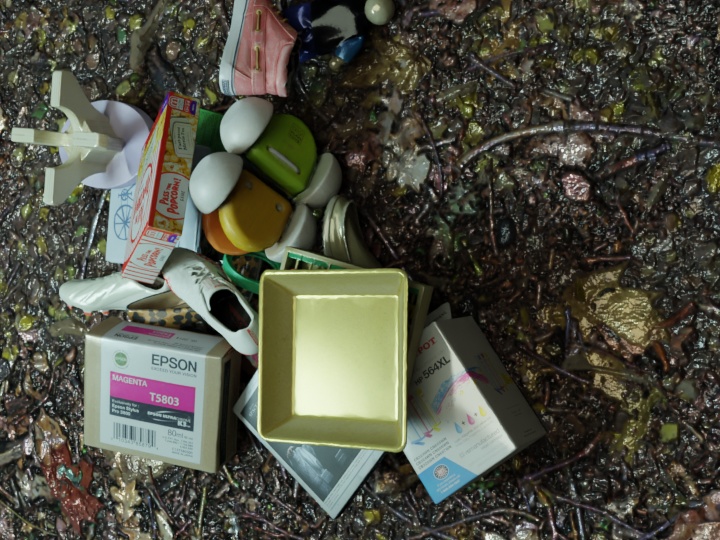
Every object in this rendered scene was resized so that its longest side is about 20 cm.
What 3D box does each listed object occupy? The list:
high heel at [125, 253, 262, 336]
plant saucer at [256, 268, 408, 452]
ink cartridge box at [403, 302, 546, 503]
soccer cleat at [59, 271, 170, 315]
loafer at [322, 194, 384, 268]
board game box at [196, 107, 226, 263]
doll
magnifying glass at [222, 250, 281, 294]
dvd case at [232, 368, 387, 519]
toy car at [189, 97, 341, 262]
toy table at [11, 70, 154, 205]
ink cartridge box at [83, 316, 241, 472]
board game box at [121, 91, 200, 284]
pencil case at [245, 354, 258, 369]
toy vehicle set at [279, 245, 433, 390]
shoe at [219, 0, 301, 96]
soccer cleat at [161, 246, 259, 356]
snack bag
[{"bbox_3d":[-0.222,0.017,1.443,0.201,0.142,0.072,-60,24,19],"label":"high heel"},{"bbox_3d":[-0.024,0.100,1.231,0.198,0.048,0.202,-1,87,30],"label":"plant saucer"},{"bbox_3d":[0.105,0.153,1.290,0.128,0.125,0.201,-39,75,21],"label":"ink cartridge box"},{"bbox_3d":[-0.346,0.026,1.541,0.198,0.069,0.078,8,114,19],"label":"soccer cleat"},{"bbox_3d":[0.000,0.000,1.372,0.068,0.076,0.202,-7,100,18],"label":"loafer"},{"bbox_3d":[-0.200,-0.117,1.494,0.104,0.023,0.202,19,100,27],"label":"board game box"},{"bbox_3d":[-0.048,-0.326,1.399,0.198,0.048,0.138,-8,85,26],"label":"doll"},{"bbox_3d":[-0.094,0.029,1.368,0.199,0.079,0.023,34,125,19],"label":"magnifying glass"},{"bbox_3d":[-0.059,0.189,1.340,0.200,0.025,0.151,43,117,19],"label":"dvd case"},{"bbox_3d":[-0.135,-0.109,1.381,0.150,0.175,0.201,-15,45,54],"label":"toy car"},{"bbox_3d":[-0.396,-0.183,1.521,0.199,0.117,0.186,-7,85,34],"label":"toy table"},{"bbox_3d":[-0.263,0.163,1.414,0.198,0.075,0.166,8,107,15],"label":"ink cartridge box"},{"bbox_3d":[-0.258,-0.105,1.383,0.152,0.046,0.202,134,144,-55],"label":"board game box"},{"bbox_3d":[-0.058,0.137,1.394,0.200,0.083,0.091,41,136,19],"label":"pencil case"},{"bbox_3d":[-0.018,0.054,1.273,0.199,0.026,0.125,16,95,29],"label":"toy vehicle set"},{"bbox_3d":[-0.118,-0.309,1.372,0.090,0.072,0.202,6,65,5],"label":"shoe"},{"bbox_3d":[-0.190,0.029,1.365,0.069,0.085,0.200,-41,66,-12],"label":"soccer cleat"},{"bbox_3d":[-0.288,-0.097,1.524,0.199,0.021,0.190,8,93,36],"label":"snack bag"}]
